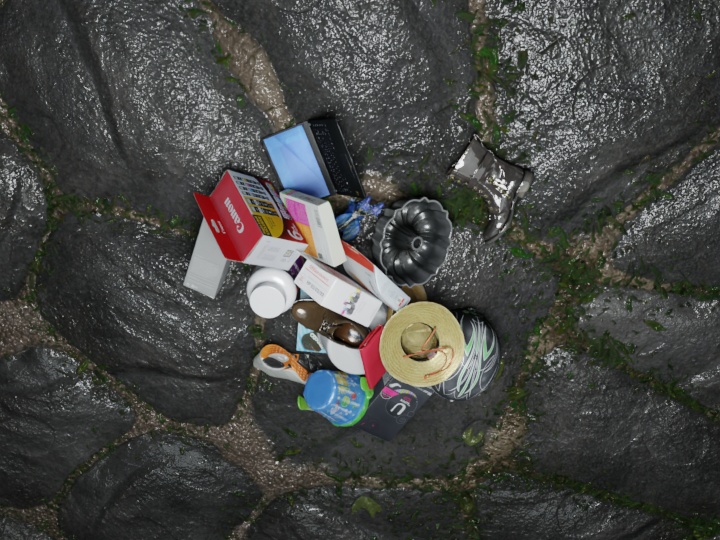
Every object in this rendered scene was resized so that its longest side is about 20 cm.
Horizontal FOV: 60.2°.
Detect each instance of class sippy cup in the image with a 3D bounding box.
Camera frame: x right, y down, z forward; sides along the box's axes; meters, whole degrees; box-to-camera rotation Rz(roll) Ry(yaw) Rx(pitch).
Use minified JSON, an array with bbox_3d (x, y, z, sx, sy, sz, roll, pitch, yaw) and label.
[{"bbox_3d":[-0.066,0.301,1.511,0.178,0.140,0.130,-51,143,5],"label":"sippy cup"}]

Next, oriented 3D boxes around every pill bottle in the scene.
[{"bbox_3d":[-0.192,0.023,1.401,0.111,0.201,0.114,1,117,2],"label":"pill bottle"}]

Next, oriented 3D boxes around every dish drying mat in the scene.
[{"bbox_3d":[0.032,0.196,1.391,0.018,0.077,0.201,29,154,23],"label":"dish drying mat"}]

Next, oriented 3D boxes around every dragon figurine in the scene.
[{"bbox_3d":[-0.032,-0.106,1.387,0.199,0.100,0.059,-39,108,19],"label":"dragon figurine"}]

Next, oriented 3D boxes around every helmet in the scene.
[{"bbox_3d":[0.239,0.200,1.468,0.197,0.191,0.203,0,116,0],"label":"helmet"}]

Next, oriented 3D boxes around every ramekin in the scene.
[{"bbox_3d":[-0.001,0.150,1.484,0.197,0.098,0.203,-7,119,-12],"label":"ramekin"}]

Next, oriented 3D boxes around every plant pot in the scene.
[{"bbox_3d":[0.105,0.120,1.451,0.027,0.200,0.203,7,120,30],"label":"plant pot"}]

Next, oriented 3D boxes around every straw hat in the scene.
[{"bbox_3d":[0.126,0.152,1.376,0.198,0.085,0.204,-3,106,-10],"label":"straw hat"}]

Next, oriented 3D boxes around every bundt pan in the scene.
[{"bbox_3d":[0.106,-0.070,1.377,0.199,0.076,0.205,-12,114,-29],"label":"bundt pan"}]

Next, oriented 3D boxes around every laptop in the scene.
[{"bbox_3d":[-0.103,-0.221,1.332,0.103,0.199,0.179,-33,116,-22],"label":"laptop"}]

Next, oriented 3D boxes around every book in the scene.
[{"bbox_3d":[-0.107,-0.096,1.328,0.048,0.199,0.135,-25,116,-22],"label":"book"}]

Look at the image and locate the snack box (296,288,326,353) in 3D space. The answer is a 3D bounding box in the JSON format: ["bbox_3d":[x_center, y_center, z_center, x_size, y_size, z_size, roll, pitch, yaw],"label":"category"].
[{"bbox_3d":[-0.094,0.109,1.529,0.114,0.037,0.203,5,116,-2],"label":"snack box"}]

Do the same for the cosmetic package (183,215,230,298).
[{"bbox_3d":[-0.331,-0.055,1.424,0.089,0.107,0.202,24,117,-7],"label":"cosmetic package"}]

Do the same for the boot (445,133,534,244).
[{"bbox_3d":[0.265,-0.177,1.363,0.172,0.069,0.202,24,107,-6],"label":"boot"}]

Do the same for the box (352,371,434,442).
[{"bbox_3d":[0.075,0.316,1.576,0.121,0.107,0.201,28,115,-20],"label":"box"}]

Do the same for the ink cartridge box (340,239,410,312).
[{"bbox_3d":[0.000,0.000,1.342,0.199,0.162,0.050,38,88,-34],"label":"ink cartridge box"}]

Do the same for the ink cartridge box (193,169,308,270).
[{"bbox_3d":[-0.231,-0.108,1.304,0.174,0.201,0.084,9,130,-50],"label":"ink cartridge box"}]

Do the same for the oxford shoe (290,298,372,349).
[{"bbox_3d":[-0.067,0.115,1.364,0.197,0.084,0.074,21,96,9],"label":"oxford shoe"}]

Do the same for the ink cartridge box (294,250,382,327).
[{"bbox_3d":[-0.060,0.039,1.323,0.199,0.115,0.068,30,93,-44],"label":"ink cartridge box"}]

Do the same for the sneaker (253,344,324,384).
[{"bbox_3d":[-0.183,0.248,1.594,0.198,0.077,0.092,29,147,-24],"label":"sneaker"}]
